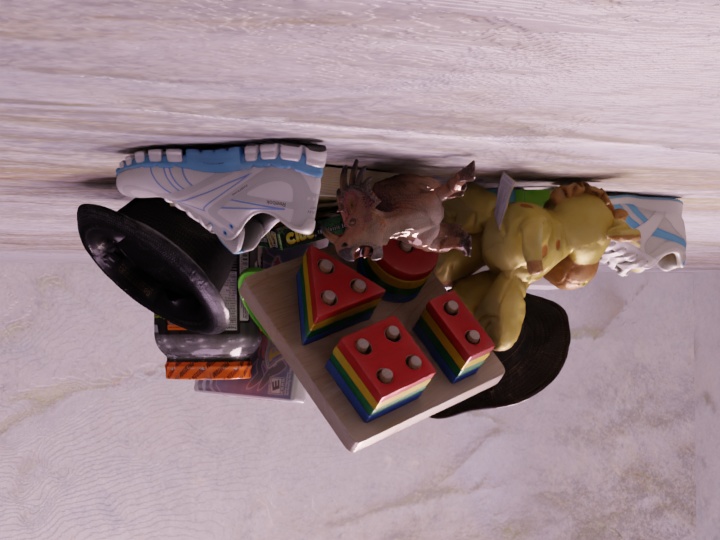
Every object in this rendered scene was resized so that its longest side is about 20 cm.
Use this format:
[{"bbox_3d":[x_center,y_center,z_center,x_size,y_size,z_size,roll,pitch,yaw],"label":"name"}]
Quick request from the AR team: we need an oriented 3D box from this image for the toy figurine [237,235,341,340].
[{"bbox_3d":[0.000,0.000,1.632,0.199,0.151,0.184,15,-126,46],"label":"toy figurine"}]

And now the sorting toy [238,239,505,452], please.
[{"bbox_3d":[0.021,0.043,1.490,0.199,0.200,0.070,-21,154,-36],"label":"sorting toy"}]

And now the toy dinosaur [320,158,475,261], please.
[{"bbox_3d":[0.033,-0.056,1.403,0.134,0.087,0.200,1,-177,0],"label":"toy dinosaur"}]

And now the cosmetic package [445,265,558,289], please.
[{"bbox_3d":[0.164,-0.021,1.735,0.198,0.084,0.050,1,178,-44],"label":"cosmetic package"}]

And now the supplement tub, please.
[{"bbox_3d":[-0.167,0.018,1.712,0.121,0.203,0.123,0,178,0],"label":"supplement tub"}]

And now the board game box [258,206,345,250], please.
[{"bbox_3d":[-0.068,-0.048,1.572,0.104,0.024,0.200,-14,-171,-22],"label":"board game box"}]

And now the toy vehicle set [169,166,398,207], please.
[{"bbox_3d":[-0.076,-0.078,1.505,0.198,0.027,0.123,-2,177,45],"label":"toy vehicle set"}]

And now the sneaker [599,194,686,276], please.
[{"bbox_3d":[0.293,-0.038,1.753,0.198,0.082,0.076,-1,168,-31],"label":"sneaker"}]

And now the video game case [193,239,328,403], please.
[{"bbox_3d":[-0.114,0.044,1.765,0.023,0.203,0.181,14,170,-42],"label":"video game case"}]

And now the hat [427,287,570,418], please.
[{"bbox_3d":[0.120,0.063,1.660,0.198,0.081,0.202,-16,-143,12],"label":"hat"}]

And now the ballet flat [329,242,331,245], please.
[{"bbox_3d":[-0.026,-0.029,1.876,0.067,0.068,0.199,28,-168,30],"label":"ballet flat"}]

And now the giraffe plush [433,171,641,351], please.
[{"bbox_3d":[0.182,-0.031,1.571,0.160,0.174,0.201,-11,149,-30],"label":"giraffe plush"}]

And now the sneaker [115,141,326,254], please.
[{"bbox_3d":[-0.119,-0.057,1.271,0.198,0.088,0.075,0,180,31],"label":"sneaker"}]

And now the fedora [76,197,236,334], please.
[{"bbox_3d":[-0.194,-0.026,1.591,0.199,0.092,0.201,31,156,16],"label":"fedora"}]

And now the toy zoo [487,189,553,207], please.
[{"bbox_3d":[0.124,-0.074,1.726,0.197,0.021,0.131,0,178,10],"label":"toy zoo"}]
